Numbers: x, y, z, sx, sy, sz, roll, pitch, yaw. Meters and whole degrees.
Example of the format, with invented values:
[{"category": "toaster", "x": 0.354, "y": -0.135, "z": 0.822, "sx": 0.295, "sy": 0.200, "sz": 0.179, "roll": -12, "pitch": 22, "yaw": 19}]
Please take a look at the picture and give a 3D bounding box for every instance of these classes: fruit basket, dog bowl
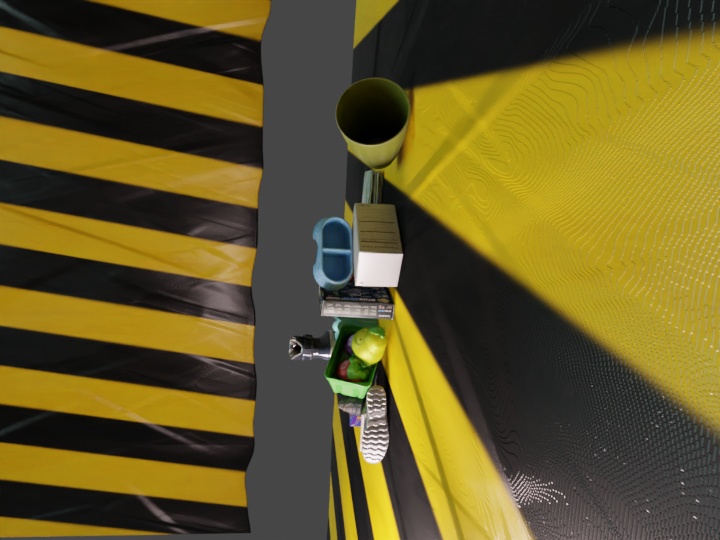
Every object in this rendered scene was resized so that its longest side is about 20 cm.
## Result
[{"category": "fruit basket", "x": -0.003, "y": 0.224, "z": 1.546, "sx": 0.215, "sy": 0.152, "sz": 0.221, "roll": 11, "pitch": -90, "yaw": -81}, {"category": "dog bowl", "x": -0.070, "y": -0.051, "z": 1.506, "sx": 0.049, "sy": 0.109, "sz": 0.205, "roll": 150, "pitch": 121, "yaw": -68}]

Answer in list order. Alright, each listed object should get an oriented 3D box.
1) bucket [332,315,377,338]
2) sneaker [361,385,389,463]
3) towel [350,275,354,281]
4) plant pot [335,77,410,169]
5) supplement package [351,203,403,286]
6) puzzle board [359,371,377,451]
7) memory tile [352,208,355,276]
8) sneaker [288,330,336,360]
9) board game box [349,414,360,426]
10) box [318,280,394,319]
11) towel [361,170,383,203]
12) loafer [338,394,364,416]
[{"category": "bucket", "x": -0.020, "y": 0.225, "z": 1.782, "sx": 0.207, "sy": 0.131, "sz": 0.213, "roll": -177, "pitch": 90, "yaw": -84}, {"category": "sneaker", "x": 0.048, "y": 0.416, "z": 1.516, "sx": 0.082, "sy": 0.073, "sz": 0.205, "roll": 48, "pitch": -132, "yaw": -78}, {"category": "towel", "x": 0.004, "y": -0.014, "z": 1.657, "sx": 0.144, "sy": 0.022, "sz": 0.205, "roll": -27, "pitch": -66, "yaw": -51}, {"category": "plant pot", "x": 0.042, "y": -0.352, "z": 1.440, "sx": 0.200, "sy": 0.182, "sz": 0.192, "roll": 69, "pitch": -160, "yaw": -70}, {"category": "supplement package", "x": 0.040, "y": -0.069, "z": 1.477, "sx": 0.203, "sy": 0.114, "sz": 0.119, "roll": -95, "pitch": 9, "yaw": -46}, {"category": "puzzle board", "x": 0.025, "y": 0.403, "z": 1.646, "sx": 0.201, "sy": 0.017, "sz": 0.154, "roll": -70, "pitch": -15, "yaw": -55}, {"category": "memory tile", "x": 0.023, "y": -0.078, "z": 1.643, "sx": 0.152, "sy": 0.016, "sz": 0.206, "roll": 7, "pitch": -97, "yaw": -54}, {"category": "sneaker", "x": -0.149, "y": 0.227, "z": 1.725, "sx": 0.202, "sy": 0.142, "sz": 0.079, "roll": -157, "pitch": 69, "yaw": -83}, {"category": "board game box", "x": -0.006, "y": 0.446, "z": 1.948, "sx": 0.201, "sy": 0.044, "sz": 0.137, "roll": 104, "pitch": 166, "yaw": -58}, {"category": "box", "x": -0.014, "y": 0.076, "z": 1.538, "sx": 0.159, "sy": 0.195, "sz": 0.047, "roll": -109, "pitch": 24, "yaw": -68}, {"category": "towel", "x": 0.037, "y": -0.240, "z": 1.841, "sx": 0.200, "sy": 0.047, "sz": 0.176, "roll": -128, "pitch": 44, "yaw": -79}, {"category": "loafer", "x": -0.013, "y": 0.344, "z": 1.637, "sx": 0.200, "sy": 0.070, "sz": 0.075, "roll": -63, "pitch": -20, "yaw": -68}]
